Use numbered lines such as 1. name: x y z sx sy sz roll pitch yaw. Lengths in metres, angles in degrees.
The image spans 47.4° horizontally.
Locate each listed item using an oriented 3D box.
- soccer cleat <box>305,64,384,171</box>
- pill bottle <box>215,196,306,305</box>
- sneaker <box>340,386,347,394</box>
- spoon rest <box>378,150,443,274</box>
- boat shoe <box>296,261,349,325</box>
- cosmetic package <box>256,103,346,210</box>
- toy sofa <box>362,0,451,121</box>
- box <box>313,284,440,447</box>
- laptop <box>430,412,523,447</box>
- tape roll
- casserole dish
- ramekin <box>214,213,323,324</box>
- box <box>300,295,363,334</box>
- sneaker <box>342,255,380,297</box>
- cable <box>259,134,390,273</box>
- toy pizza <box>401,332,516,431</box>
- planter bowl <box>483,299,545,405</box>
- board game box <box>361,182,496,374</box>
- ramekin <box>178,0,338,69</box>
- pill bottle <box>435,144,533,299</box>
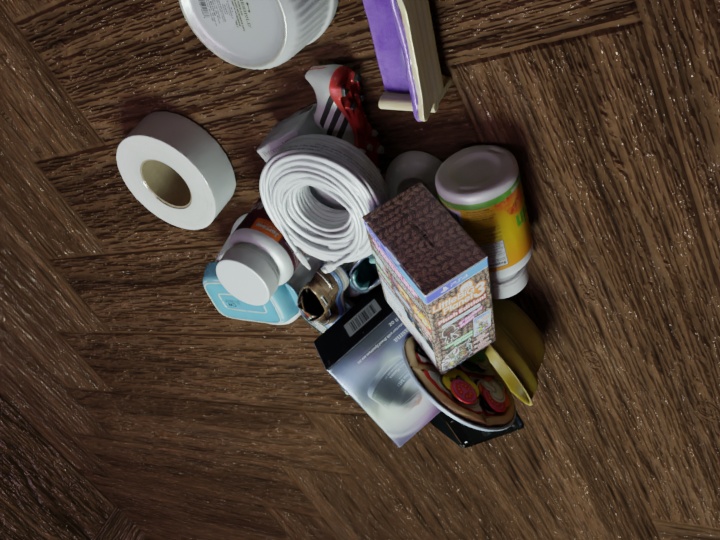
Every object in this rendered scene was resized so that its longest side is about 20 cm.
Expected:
1. soccer cleat: -0.024 -0.199 1.154 0.084 0.069 0.202 20 143 35
2. pill bottle: -0.137 -0.050 1.289 0.113 0.201 0.115 19 143 16
3. sneaker: -0.016 0.150 1.491 0.091 0.077 0.201 42 146 19
4. spoon rest: 0.072 -0.083 1.206 0.098 0.061 0.202 19 121 6
5. boat shoe: -0.071 0.047 1.376 0.072 0.072 0.201 45 158 17
6. cosmetic package: -0.052 -0.140 1.233 0.101 0.074 0.200 -16 124 45
7. toy sofa: 0.043 -0.281 0.975 0.082 0.098 0.201 10 140 27
8. box: 0.066 0.140 1.344 0.199 0.200 0.123 48 -178 -23
9. laptop: 0.181 0.239 1.554 0.198 0.104 0.178 -24 121 20
10. tape roll: -0.314 -0.168 1.397 0.200 0.071 0.204 20 143 16
11. casserole dish: -0.196 0.044 1.417 0.198 0.039 0.122 6 136 33
12. ramekin: -0.166 0.004 1.463 0.198 0.098 0.202 21 143 16
13. box: -0.002 0.112 1.516 0.200 0.040 0.137 41 142 -12
14. sneaker: 0.000 0.000 1.344 0.077 0.087 0.200 37 144 -5
15. cable: -0.047 -0.098 1.162 0.198 0.070 0.201 -14 123 41
16. toy pizza: 0.150 0.151 1.199 0.199 0.201 0.032 33 116 -1
17. planter bowl: 0.226 0.105 1.270 0.201 0.083 0.200 49 176 5
18. board game box: 0.097 0.014 1.119 0.160 0.096 0.201 53 168 36
19. ramekin: -0.135 -0.349 1.022 0.198 0.106 0.201 20 143 16
20. pill bottle: 0.176 -0.060 1.122 0.110 0.112 0.201 7 138 30
